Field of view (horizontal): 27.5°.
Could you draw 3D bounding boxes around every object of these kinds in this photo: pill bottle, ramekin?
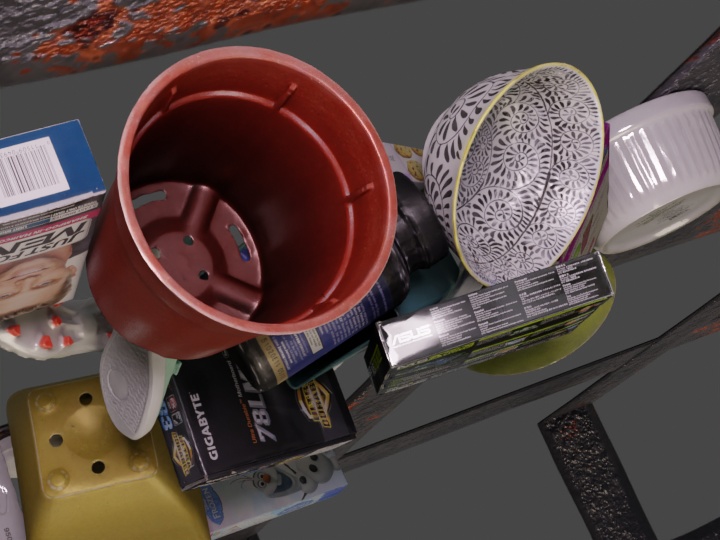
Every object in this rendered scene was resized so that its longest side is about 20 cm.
[{"bbox_3d":[-0.030,0.004,1.233,0.199,0.112,0.112,-32,167,-11],"label":"pill bottle"},{"bbox_3d":[0.313,-0.101,1.615,0.199,0.106,0.200,-23,165,-7],"label":"ramekin"}]

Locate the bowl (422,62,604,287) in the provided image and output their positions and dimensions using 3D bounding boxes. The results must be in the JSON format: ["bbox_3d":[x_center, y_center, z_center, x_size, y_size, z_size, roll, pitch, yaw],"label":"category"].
[{"bbox_3d":[0.115,-0.093,1.282,0.200,0.094,0.202,-23,124,-40],"label":"bowl"}]

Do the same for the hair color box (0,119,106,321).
[{"bbox_3d":[-0.249,-0.027,1.058,0.099,0.061,0.200,-18,164,-23],"label":"hair color box"}]

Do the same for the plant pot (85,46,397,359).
[{"bbox_3d":[-0.105,-0.029,1.061,0.200,0.202,0.195,-16,172,-29],"label":"plant pot"}]

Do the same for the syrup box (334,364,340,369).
[{"bbox_3d":[-0.062,0.076,1.674,0.081,0.079,0.200,-15,163,-33],"label":"syrup box"}]

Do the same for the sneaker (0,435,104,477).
[{"bbox_3d":[-0.332,0.237,1.664,0.199,0.116,0.074,-13,155,14],"label":"sneaker"}]

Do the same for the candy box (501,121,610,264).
[{"bbox_3d":[0.194,-0.052,1.447,0.137,0.061,0.200,-64,162,-17],"label":"candy box"}]

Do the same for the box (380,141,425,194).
[{"bbox_3d":[0.033,-0.088,1.339,0.039,0.042,0.200,-31,163,26],"label":"box"}]

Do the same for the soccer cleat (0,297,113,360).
[{"bbox_3d":[-0.275,0.048,1.269,0.077,0.070,0.200,-12,169,25],"label":"soccer cleat"}]

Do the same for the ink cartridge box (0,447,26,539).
[{"bbox_3d":[-0.459,0.290,1.649,0.084,0.145,0.200,-11,159,-41],"label":"ink cartridge box"}]

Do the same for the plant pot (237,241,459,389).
[{"bbox_3d":[0.000,0.000,1.416,0.141,0.142,0.200,-33,174,30],"label":"plant pot"}]

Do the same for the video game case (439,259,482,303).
[{"bbox_3d":[0.131,-0.033,1.512,0.183,0.022,0.200,-62,179,-23],"label":"video game case"}]

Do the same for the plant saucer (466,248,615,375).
[{"bbox_3d":[0.174,0.028,1.581,0.199,0.201,0.031,-26,127,6],"label":"plant saucer"}]

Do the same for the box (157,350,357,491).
[{"bbox_3d":[-0.115,0.092,1.407,0.198,0.201,0.050,-7,163,-47],"label":"box"}]

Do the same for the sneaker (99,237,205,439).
[{"bbox_3d":[-0.159,0.051,1.294,0.118,0.074,0.202,-15,125,-48],"label":"sneaker"}]

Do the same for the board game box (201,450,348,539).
[{"bbox_3d":[-0.142,0.197,1.725,0.198,0.201,0.043,-13,158,-36],"label":"board game box"}]

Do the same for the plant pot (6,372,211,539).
[{"bbox_3d":[-0.268,0.197,1.526,0.193,0.197,0.200,-11,156,-9],"label":"plant pot"}]

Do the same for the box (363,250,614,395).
[{"bbox_3d":[0.105,0.050,1.286,0.199,0.048,0.193,-18,167,-6],"label":"box"}]
